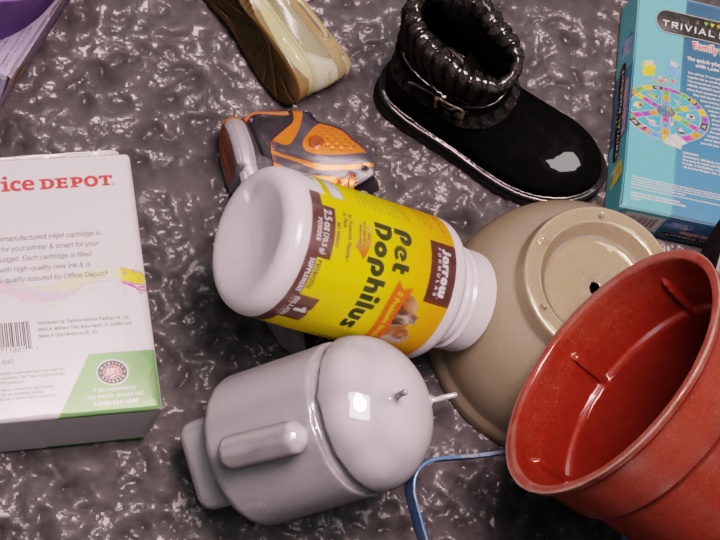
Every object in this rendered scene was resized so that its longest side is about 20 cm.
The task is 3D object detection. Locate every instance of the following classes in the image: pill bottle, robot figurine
[{"bbox_3d":[0.000,0.000,1.582,0.199,0.109,0.110,16,64,-35],"label":"pill bottle"},{"bbox_3d":[-0.031,0.113,1.556,0.169,0.199,0.113,-16,87,-60],"label":"robot figurine"}]

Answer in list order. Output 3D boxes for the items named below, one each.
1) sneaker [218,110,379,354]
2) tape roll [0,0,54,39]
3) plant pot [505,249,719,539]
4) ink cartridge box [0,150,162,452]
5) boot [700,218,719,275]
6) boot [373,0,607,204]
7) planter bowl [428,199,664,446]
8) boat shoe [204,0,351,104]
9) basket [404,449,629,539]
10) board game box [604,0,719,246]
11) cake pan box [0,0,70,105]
[{"bbox_3d":[-0.033,-0.037,1.671,0.112,0.078,0.201,-10,73,-16],"label":"sneaker"},{"bbox_3d":[-0.289,-0.271,1.585,0.199,0.085,0.201,10,69,-26],"label":"tape roll"},{"bbox_3d":[0.239,0.124,1.517,0.195,0.201,0.201,39,64,-21],"label":"plant pot"},{"bbox_3d":[-0.233,0.023,1.595,0.144,0.084,0.201,-4,72,-16],"label":"ink cartridge box"},{"bbox_3d":[0.349,0.055,1.653,0.199,0.069,0.189,12,65,-8],"label":"boot"},{"bbox_3d":[0.113,-0.132,1.698,0.210,0.158,0.080,24,66,-4],"label":"boot"},{"bbox_3d":[0.163,0.029,1.665,0.199,0.135,0.201,5,68,-13],"label":"planter bowl"},{"bbox_3d":[-0.082,-0.229,1.736,0.063,0.073,0.201,-29,82,-28],"label":"boat shoe"},{"bbox_3d":[0.129,0.223,1.580,0.176,0.139,0.201,-9,81,-22],"label":"basket"},{"bbox_3d":[0.285,-0.120,1.798,0.150,0.047,0.201,12,67,-9],"label":"board game box"},{"bbox_3d":[-0.311,-0.241,1.671,0.184,0.052,0.200,27,53,-5],"label":"cake pan box"}]
